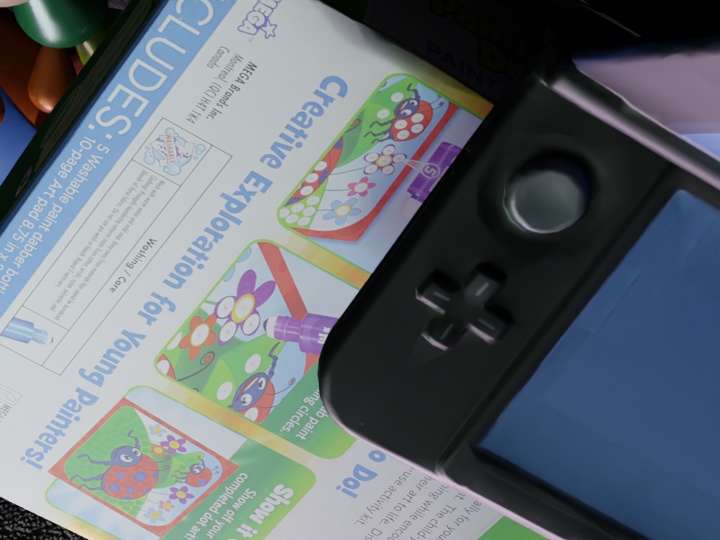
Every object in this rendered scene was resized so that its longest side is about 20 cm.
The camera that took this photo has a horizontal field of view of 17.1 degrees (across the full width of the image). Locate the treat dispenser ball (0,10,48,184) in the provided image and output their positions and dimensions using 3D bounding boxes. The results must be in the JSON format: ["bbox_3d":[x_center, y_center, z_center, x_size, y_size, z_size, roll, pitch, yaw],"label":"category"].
[{"bbox_3d":[-0.324,-0.112,1.822,0.200,0.202,0.201,28,179,1],"label":"treat dispenser ball"}]

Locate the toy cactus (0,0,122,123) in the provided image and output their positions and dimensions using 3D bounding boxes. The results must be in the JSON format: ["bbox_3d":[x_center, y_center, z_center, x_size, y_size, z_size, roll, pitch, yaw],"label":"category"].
[{"bbox_3d":[-0.137,-0.115,0.824,0.199,0.103,0.164,32,158,-33],"label":"toy cactus"}]

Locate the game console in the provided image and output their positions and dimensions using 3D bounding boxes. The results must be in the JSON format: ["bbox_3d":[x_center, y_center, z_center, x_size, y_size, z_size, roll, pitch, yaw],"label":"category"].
[{"bbox_3d":[0.113,0.036,0.531,0.199,0.171,0.119,29,-155,-17],"label":"game console"}]

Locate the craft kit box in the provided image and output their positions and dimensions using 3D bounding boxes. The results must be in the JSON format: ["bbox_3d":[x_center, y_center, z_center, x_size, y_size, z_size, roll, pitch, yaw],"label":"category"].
[{"bbox_3d":[-0.002,0.016,0.633,0.197,0.200,0.049,31,-142,-15],"label":"craft kit box"}]
